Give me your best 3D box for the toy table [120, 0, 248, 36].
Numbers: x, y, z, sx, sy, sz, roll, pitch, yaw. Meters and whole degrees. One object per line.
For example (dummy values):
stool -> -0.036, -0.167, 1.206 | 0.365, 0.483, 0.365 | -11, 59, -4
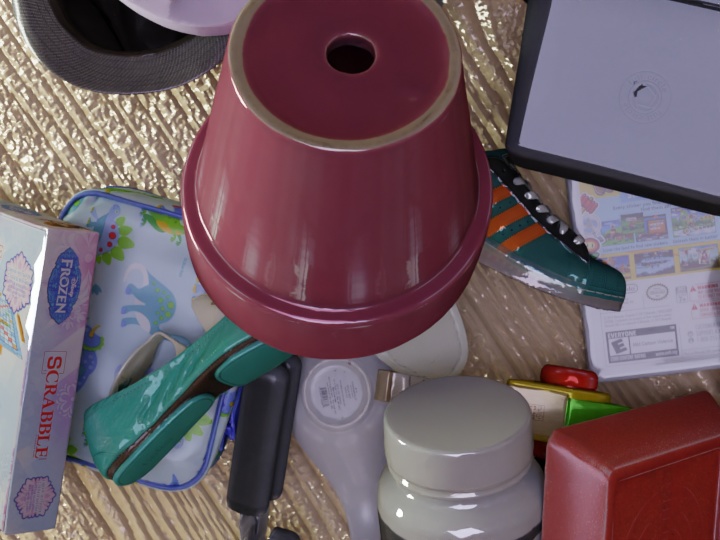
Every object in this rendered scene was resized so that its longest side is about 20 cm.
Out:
toy table -> -0.135, -0.243, 0.712 | 0.199, 0.117, 0.184 | 38, 87, 6

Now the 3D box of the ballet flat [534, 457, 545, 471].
ballet flat -> 0.115, 0.172, 0.850 | 0.198, 0.057, 0.067 | -22, 95, 6

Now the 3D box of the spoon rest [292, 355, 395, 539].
spoon rest -> -0.008, 0.137, 0.863 | 0.098, 0.061, 0.202 | -9, 82, 7

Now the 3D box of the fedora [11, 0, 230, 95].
fedora -> -0.149, -0.209, 0.813 | 0.175, 0.090, 0.202 | -8, 83, 2

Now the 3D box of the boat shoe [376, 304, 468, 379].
boat shoe -> 0.002, -0.002, 0.839 | 0.072, 0.060, 0.202 | -42, 99, -2

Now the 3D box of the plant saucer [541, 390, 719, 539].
plant saucer -> 0.193, 0.194, 0.787 | 0.036, 0.199, 0.202 | 9, 100, 46

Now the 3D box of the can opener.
can opener -> -0.065, 0.157, 0.848 | 0.066, 0.053, 0.202 | 9, 106, 14

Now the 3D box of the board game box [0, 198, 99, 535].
board game box -> -0.263, 0.052, 0.815 | 0.199, 0.041, 0.202 | 17, 100, 44

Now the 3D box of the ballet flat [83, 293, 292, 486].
ballet flat -> -0.106, 0.058, 0.776 | 0.199, 0.067, 0.071 | -38, 72, 2

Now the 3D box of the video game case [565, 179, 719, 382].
video game case -> 0.253, -0.021, 0.839 | 0.198, 0.023, 0.184 | -7, 95, 6

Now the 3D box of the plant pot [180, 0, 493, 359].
plant pot -> -0.013, -0.073, 0.696 | 0.198, 0.180, 0.202 | 1, 62, -2

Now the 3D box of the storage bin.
storage bin -> 0.186, -0.119, 0.767 | 0.198, 0.146, 0.136 | 16, 91, 10

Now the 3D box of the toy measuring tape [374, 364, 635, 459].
toy measuring tape -> 0.107, 0.096, 0.831 | 0.198, 0.074, 0.074 | 9, 96, -1

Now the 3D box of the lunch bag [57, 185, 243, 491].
lunch bag -> -0.152, 0.049, 0.845 | 0.159, 0.082, 0.202 | 15, 97, 4

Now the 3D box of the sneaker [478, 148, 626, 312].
sneaker -> 0.103, -0.040, 0.818 | 0.199, 0.071, 0.081 | 27, 94, 9

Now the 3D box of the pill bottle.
pill bottle -> 0.069, 0.180, 0.772 | 0.112, 0.113, 0.202 | -3, 114, 4

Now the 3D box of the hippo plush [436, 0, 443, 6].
hippo plush -> 0.000, -0.213, 0.768 | 0.157, 0.161, 0.202 | 10, 96, 3
